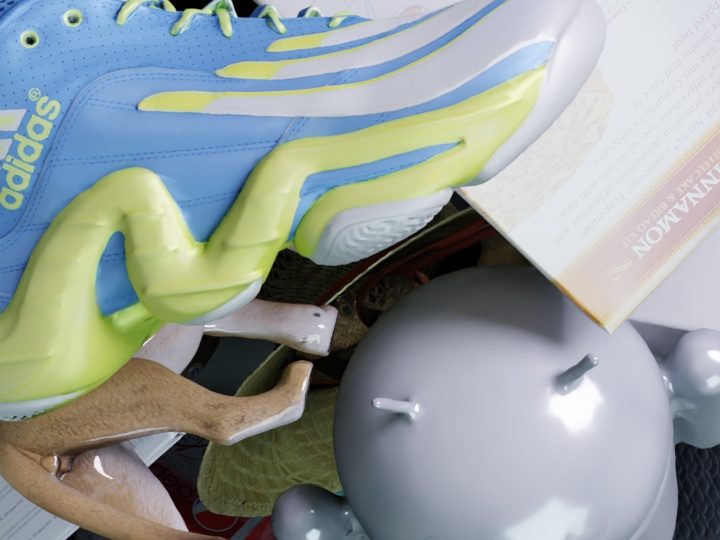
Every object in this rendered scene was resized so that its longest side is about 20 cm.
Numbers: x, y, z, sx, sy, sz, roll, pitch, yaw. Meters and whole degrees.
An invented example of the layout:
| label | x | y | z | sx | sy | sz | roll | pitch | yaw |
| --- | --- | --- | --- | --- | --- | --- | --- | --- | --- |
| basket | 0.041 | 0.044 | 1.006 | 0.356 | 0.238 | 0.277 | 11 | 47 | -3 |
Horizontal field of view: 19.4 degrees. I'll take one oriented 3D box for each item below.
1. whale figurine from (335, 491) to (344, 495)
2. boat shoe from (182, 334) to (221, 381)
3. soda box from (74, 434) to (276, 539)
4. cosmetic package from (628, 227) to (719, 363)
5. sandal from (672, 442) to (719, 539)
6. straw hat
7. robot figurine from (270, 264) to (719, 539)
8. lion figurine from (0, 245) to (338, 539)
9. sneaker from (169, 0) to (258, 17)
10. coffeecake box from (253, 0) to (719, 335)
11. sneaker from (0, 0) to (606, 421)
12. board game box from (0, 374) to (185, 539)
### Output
| label | x | y | z | sx | sy | sz | roll | pitch | yaw |
| --- | --- | --- | --- | --- | --- | --- | --- | --- | --- |
| whale figurine | 0.046 | 0.130 | 0.988 | 0.159 | 0.104 | 0.200 | -32 | 141 | 11 |
| boat shoe | -0.132 | 0.075 | 0.832 | 0.200 | 0.072 | 0.072 | -39 | 144 | 20 |
| soda box | -0.093 | 0.151 | 0.943 | 0.063 | 0.070 | 0.200 | -43 | 161 | -42 |
| cosmetic package | 0.195 | 0.008 | 0.785 | 0.200 | 0.085 | 0.108 | 8 | 166 | 12 |
| sandal | 0.109 | 0.083 | 0.854 | 0.043 | 0.076 | 0.200 | -13 | -176 | -34 |
| straw hat | 0.000 | 0.000 | 0.795 | 0.201 | 0.085 | 0.201 | -31 | 158 | -14 |
| robot figurine | 0.053 | 0.067 | 0.740 | 0.170 | 0.113 | 0.200 | -24 | 158 | 0 |
| lion figurine | -0.072 | 0.019 | 0.638 | 0.122 | 0.200 | 0.073 | 12 | 120 | 2 |
| sneaker | 0.014 | -0.097 | 0.692 | 0.200 | 0.075 | 0.090 | -22 | 151 | -5 |
| coffeecake box | 0.056 | -0.103 | 0.624 | 0.154 | 0.073 | 0.200 | -45 | 120 | 5 |
| sneaker | -0.040 | -0.045 | 0.545 | 0.200 | 0.076 | 0.105 | -30 | 103 | 4 |
| board game box | -0.167 | 0.066 | 0.762 | 0.200 | 0.126 | 0.035 | -41 | -177 | 23 |
